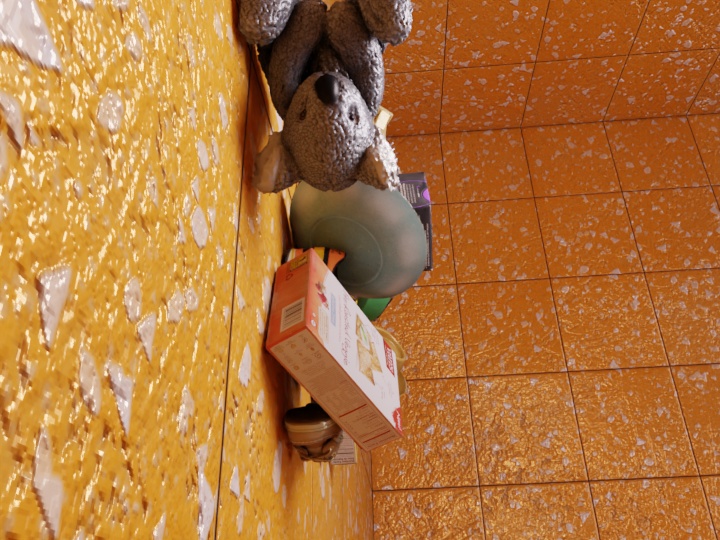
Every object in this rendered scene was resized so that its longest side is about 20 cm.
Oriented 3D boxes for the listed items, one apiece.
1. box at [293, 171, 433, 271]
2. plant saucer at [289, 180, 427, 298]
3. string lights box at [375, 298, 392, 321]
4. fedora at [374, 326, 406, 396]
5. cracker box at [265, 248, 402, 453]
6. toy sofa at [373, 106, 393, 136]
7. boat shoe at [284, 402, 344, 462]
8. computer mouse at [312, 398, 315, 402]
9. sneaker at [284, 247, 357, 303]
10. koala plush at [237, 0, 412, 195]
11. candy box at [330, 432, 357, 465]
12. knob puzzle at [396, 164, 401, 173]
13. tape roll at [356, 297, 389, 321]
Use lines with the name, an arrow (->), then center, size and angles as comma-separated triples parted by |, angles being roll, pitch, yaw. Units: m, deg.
box -> 0.005, -0.067, 0.923 | 0.123, 0.194, 0.108 | -89, 175, -58
plant saucer -> -0.012, -0.034, 0.807 | 0.039, 0.196, 0.205 | -56, 149, -47
string lights box -> 0.008, 0.059, 1.407 | 0.200, 0.100, 0.060 | 120, -31, -66
fedora -> 0.031, 0.175, 1.316 | 0.082, 0.198, 0.201 | -53, -168, 19
cracker box -> -0.024, 0.093, 0.721 | 0.201, 0.057, 0.135 | 53, 20, -32
toy sofa -> 0.002, -0.232, 1.173 | 0.098, 0.082, 0.202 | -51, -159, 36
boat shoe -> -0.049, 0.202, 0.771 | 0.200, 0.072, 0.068 | 47, 42, -79
computer mouse -> -0.057, 0.223, 1.013 | 0.059, 0.033, 0.205 | -90, 176, -65
sneaker -> -0.046, 0.067, 0.813 | 0.070, 0.088, 0.205 | -84, 169, -68
koala plush -> -0.033, -0.167, 0.643 | 0.185, 0.173, 0.205 | 105, -20, -65
candy box -> -0.037, 0.248, 1.185 | 0.117, 0.055, 0.205 | -89, 176, -67
knob puzzle -> 0.013, -0.129, 1.184 | 0.219, 0.030, 0.223 | -44, -147, 38
tape roll -> 0.000, 0.000, 1.231 | 0.199, 0.047, 0.205 | -30, -126, 53
